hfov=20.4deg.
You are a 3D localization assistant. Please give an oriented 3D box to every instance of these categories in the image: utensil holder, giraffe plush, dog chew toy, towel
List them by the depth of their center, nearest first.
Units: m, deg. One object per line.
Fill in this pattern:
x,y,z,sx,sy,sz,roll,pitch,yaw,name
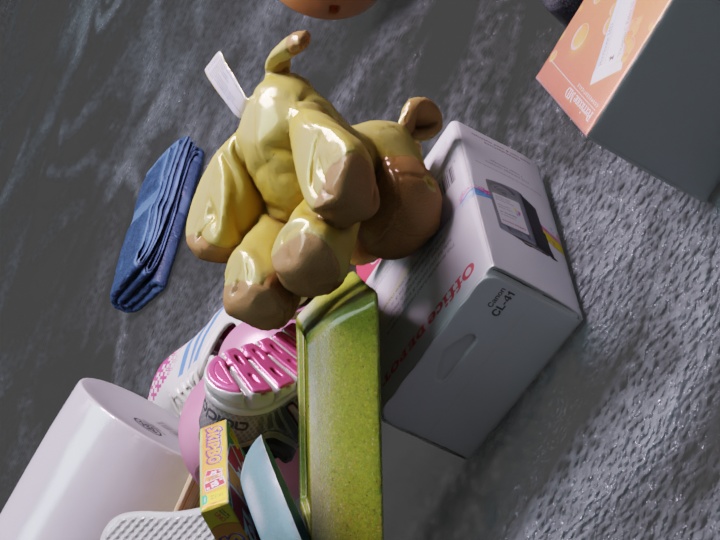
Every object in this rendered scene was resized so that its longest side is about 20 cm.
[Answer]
-0.015,-0.057,1.388,0.172,0.161,0.202,-39,53,35,giraffe plush
-0.070,0.094,1.638,0.124,0.124,0.201,-37,25,51,dog chew toy
-0.236,0.223,1.817,0.201,0.169,0.170,-60,20,5,utensil holder
-0.242,-0.054,2.339,0.112,0.048,0.202,-39,32,51,towel

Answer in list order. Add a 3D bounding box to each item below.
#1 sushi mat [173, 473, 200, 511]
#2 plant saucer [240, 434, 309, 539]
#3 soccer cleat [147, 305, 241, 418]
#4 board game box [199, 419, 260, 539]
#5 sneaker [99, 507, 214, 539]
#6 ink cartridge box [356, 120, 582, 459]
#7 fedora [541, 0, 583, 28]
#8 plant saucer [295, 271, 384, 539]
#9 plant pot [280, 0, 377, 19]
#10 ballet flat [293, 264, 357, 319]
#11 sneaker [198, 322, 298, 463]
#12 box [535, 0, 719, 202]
-0.147,0.216,1.751,0.202,0.012,0.096,-66,-21,-5,sushi mat
-0.037,0.206,1.326,0.027,0.202,0.200,-23,24,-3,plant saucer
-0.146,0.100,1.871,0.200,0.070,0.087,-51,13,29,soccer cleat
-0.065,0.211,1.420,0.030,0.201,0.096,-18,31,6,board game box
-0.110,0.242,1.634,0.199,0.105,0.076,0,63,35,sneaker
0.071,0.012,1.421,0.148,0.085,0.201,-54,24,26,ink cartridge box
0.189,-0.230,1.407,0.201,0.091,0.202,-50,24,33,fedora
-0.017,0.108,1.396,0.200,0.047,0.202,-141,49,-84,plant saucer
-0.025,-0.342,1.965,0.140,0.198,0.202,118,168,-56,plant pot
0.000,0.000,1.555,0.064,0.199,0.068,61,150,19,ballet flat
-0.055,0.097,1.527,0.074,0.199,0.088,37,119,27,sneaker
0.215,-0.166,1.260,0.201,0.097,0.125,-59,21,14,box
